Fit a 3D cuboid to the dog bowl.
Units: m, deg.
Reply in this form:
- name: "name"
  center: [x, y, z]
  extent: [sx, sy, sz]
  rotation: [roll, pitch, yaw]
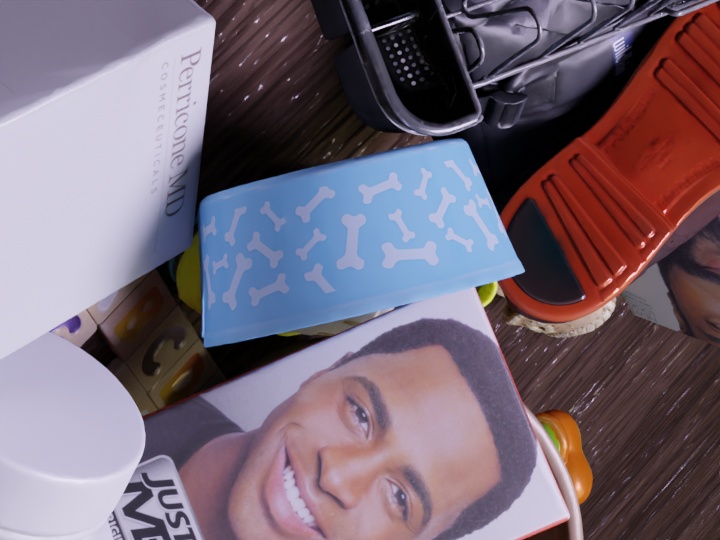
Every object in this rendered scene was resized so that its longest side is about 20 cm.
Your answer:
- name: "dog bowl"
  center: [-0.008, -0.011, 0.678]
  extent: [0.110, 0.050, 0.200]
  rotation: [-13, -178, -5]

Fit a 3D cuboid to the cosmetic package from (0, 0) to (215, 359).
- name: "cosmetic package"
  center: [-0.138, -0.019, 0.571]
  extent: [0.199, 0.074, 0.102]
  rotation: [-32, 147, -36]

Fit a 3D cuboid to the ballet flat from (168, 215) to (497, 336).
- name: "ballet flat"
  center: [0.000, 0.000, 0.832]
  extent: [0.199, 0.067, 0.067]
  rotation: [-2, 122, -58]

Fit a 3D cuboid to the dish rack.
- name: "dish rack"
  center: [0.058, -0.141, 0.651]
  extent: [0.199, 0.155, 0.054]
  rotation: [-23, -175, -27]

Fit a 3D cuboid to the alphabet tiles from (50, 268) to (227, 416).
- name: "alphabet tiles"
  center: [-0.125, 0.087, 0.798]
  extent: [0.167, 0.008, 0.200]
  rotation: [-48, 153, -13]

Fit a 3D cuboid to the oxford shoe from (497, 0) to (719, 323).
- name: "oxford shoe"
  center: [0.130, -0.055, 0.744]
  extent: [0.199, 0.071, 0.073]
  rotation: [-37, 171, -1]

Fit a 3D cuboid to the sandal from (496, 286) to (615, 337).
- name: "sandal"
  center: [0.113, 0.002, 1.022]
  extent: [0.078, 0.069, 0.211]
  rotation: [-58, 154, 10]

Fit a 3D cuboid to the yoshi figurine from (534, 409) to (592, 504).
- name: "yoshi figurine"
  center: [0.046, 0.118, 1.015]
  extent: [0.113, 0.112, 0.199]
  rotation: [-53, 152, 16]

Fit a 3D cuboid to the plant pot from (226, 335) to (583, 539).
- name: "plant pot"
  center: [-0.004, 0.121, 0.881]
  extent: [0.202, 0.200, 0.093]
  rotation: [-56, -167, 6]

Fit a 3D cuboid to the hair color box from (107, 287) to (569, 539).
- name: "hair color box"
  center: [-0.031, 0.088, 0.736]
  extent: [0.198, 0.102, 0.061]
  rotation: [-24, 175, -4]

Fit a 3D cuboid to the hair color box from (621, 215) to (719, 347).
- name: "hair color box"
  center: [0.157, -0.041, 0.926]
  extent: [0.064, 0.110, 0.200]
  rotation: [-54, 136, -16]

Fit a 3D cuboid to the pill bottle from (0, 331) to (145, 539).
- name: "pill bottle"
  center: [-0.151, 0.118, 0.654]
  extent: [0.111, 0.111, 0.201]
  rotation: [-10, 136, -55]

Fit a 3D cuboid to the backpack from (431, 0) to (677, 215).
- name: "backpack"
  center: [0.104, -0.134, 0.781]
  extent: [0.199, 0.154, 0.164]
  rotation: [-28, 145, -3]
